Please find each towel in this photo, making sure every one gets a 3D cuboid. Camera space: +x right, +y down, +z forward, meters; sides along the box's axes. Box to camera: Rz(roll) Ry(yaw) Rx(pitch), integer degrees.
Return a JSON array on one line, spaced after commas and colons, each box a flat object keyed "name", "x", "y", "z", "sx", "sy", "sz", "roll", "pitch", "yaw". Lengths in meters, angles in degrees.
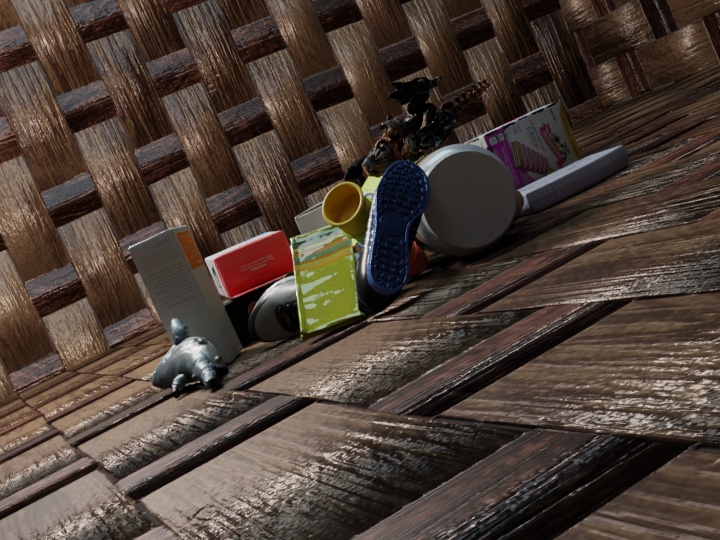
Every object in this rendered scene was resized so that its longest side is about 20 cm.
[{"name": "towel", "x": -0.045, "y": 0.007, "z": 1.288, "sx": 0.085, "sy": 0.018, "sz": 0.201, "roll": -22, "pitch": 37, "yaw": 8}]

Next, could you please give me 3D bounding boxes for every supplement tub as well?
[{"name": "supplement tub", "x": 0.130, "y": -0.094, "z": 1.358, "sx": 0.144, "sy": 0.146, "sz": 0.200, "roll": -25, "pitch": 4, "yaw": -1}]

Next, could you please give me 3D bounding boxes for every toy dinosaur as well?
[{"name": "toy dinosaur", "x": 0.085, "y": -0.206, "z": 1.392, "sx": 0.201, "sy": 0.102, "sz": 0.136, "roll": -55, "pitch": -10, "yaw": -8}]

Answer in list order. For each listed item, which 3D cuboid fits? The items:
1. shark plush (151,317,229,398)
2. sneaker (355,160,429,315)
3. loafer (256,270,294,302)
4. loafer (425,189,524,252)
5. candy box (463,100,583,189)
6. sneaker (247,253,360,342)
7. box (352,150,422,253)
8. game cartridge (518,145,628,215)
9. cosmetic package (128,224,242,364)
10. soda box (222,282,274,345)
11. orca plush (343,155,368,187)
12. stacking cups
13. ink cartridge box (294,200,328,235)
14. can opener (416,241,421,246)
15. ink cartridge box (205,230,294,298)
[{"name": "shark plush", "x": -0.209, "y": 0.136, "z": 1.291, "sx": 0.083, "sy": 0.091, "sz": 0.199, "roll": -46, "pitch": 32, "yaw": -15}, {"name": "sneaker", "x": 0.032, "y": -0.040, "z": 1.218, "sx": 0.078, "sy": 0.070, "sz": 0.201, "roll": 125, "pitch": 164, "yaw": -54}, {"name": "loafer", "x": -0.084, "y": 0.022, "z": 1.436, "sx": 0.199, "sy": 0.073, "sz": 0.072, "roll": -20, "pitch": -38, "yaw": 38}, {"name": "loafer", "x": 0.173, "y": -0.084, "z": 1.526, "sx": 0.063, "sy": 0.072, "sz": 0.199, "roll": -19, "pitch": -4, "yaw": -44}, {"name": "candy box", "x": 0.282, "y": -0.191, "z": 1.715, "sx": 0.199, "sy": 0.137, "sz": 0.061, "roll": -28, "pitch": 8, "yaw": -34}, {"name": "sneaker", "x": -0.064, "y": 0.041, "z": 1.328, "sx": 0.199, "sy": 0.074, "sz": 0.079, "roll": -26, "pitch": 16, "yaw": 14}, {"name": "box", "x": 0.031, "y": -0.089, "z": 1.457, "sx": 0.050, "sy": 0.075, "sz": 0.201, "roll": 8, "pitch": 57, "yaw": 35}, {"name": "game cartridge", "x": 0.312, "y": -0.134, "z": 1.560, "sx": 0.199, "sy": 0.041, "sz": 0.133, "roll": -27, "pitch": 1, "yaw": -21}, {"name": "cosmetic package", "x": -0.243, "y": 0.042, "z": 1.422, "sx": 0.071, "sy": 0.201, "sz": 0.101, "roll": -23, "pitch": 5, "yaw": 4}, {"name": "soda box", "x": -0.157, "y": 0.059, "z": 1.594, "sx": 0.063, "sy": 0.071, "sz": 0.199, "roll": -20, "pitch": 6, "yaw": 44}, {"name": "orca plush", "x": 0.045, "y": -0.088, "z": 1.573, "sx": 0.070, "sy": 0.201, "sz": 0.105, "roll": -11, "pitch": 25, "yaw": 20}, {"name": "stacking cups", "x": 0.024, "y": -0.048, "z": 1.312, "sx": 0.060, "sy": 0.061, "sz": 0.200, "roll": -23, "pitch": -30, "yaw": 21}, {"name": "ink cartridge box", "x": -0.038, "y": -0.048, "z": 1.705, "sx": 0.082, "sy": 0.148, "sz": 0.200, "roll": -25, "pitch": 4, "yaw": 5}, {"name": "can opener", "x": 0.106, "y": -0.061, "z": 1.755, "sx": 0.063, "sy": 0.079, "sz": 0.199, "roll": 19, "pitch": -17, "yaw": -31}, {"name": "ink cartridge box", "x": -0.168, "y": -0.010, "z": 1.560, "sx": 0.115, "sy": 0.068, "sz": 0.200, "roll": -24, "pitch": 6, "yaw": -13}]
